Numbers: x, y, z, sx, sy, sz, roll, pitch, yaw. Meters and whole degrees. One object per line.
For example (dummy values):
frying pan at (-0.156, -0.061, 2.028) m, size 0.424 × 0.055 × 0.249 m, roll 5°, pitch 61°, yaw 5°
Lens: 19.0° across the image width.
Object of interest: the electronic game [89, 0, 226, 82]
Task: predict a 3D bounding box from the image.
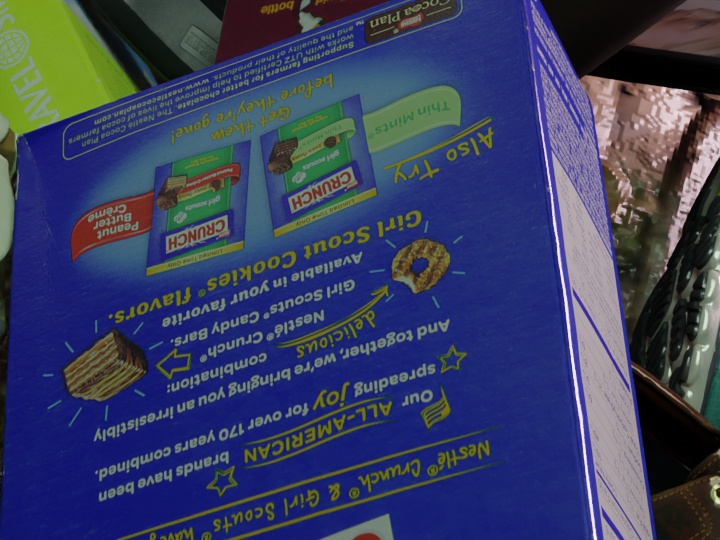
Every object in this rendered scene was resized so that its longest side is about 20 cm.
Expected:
electronic game at (-0.061, -0.122, 0.863) m, size 0.200 × 0.042 × 0.201 m, roll 40°, pitch 24°, yaw -22°

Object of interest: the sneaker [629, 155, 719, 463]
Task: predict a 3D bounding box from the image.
sneaker at (0.162, 0.006, 0.843) m, size 0.079 × 0.078 × 0.200 m, roll 31°, pitch 48°, yaw 3°

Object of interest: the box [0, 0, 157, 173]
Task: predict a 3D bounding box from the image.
box at (-0.102, -0.061, 0.801) m, size 0.047 × 0.122 × 0.201 m, roll -31°, pitch 55°, yaw 4°

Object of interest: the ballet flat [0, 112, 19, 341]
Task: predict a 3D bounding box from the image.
ballet flat at (-0.132, -0.022, 0.683) m, size 0.067 × 0.064 × 0.200 m, roll 35°, pitch 19°, yaw -24°

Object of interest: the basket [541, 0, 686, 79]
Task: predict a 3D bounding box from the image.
basket at (0.084, -0.157, 0.862) m, size 0.136 × 0.200 × 0.181 m, roll 29°, pitch 32°, yaw -34°

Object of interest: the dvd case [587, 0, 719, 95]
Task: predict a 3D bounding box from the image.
dvd case at (0.186, -0.109, 0.917) m, size 0.142 × 0.018 × 0.199 m, roll -30°, pitch 29°, yaw -34°

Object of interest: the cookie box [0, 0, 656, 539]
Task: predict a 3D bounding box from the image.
cookie box at (-0.012, 0.034, 0.594) m, size 0.170 × 0.075 × 0.201 m, roll -18°, pitch 51°, yaw 19°

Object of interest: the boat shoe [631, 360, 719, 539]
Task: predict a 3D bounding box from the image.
boat shoe at (0.113, 0.086, 0.734) m, size 0.199 × 0.071 × 0.070 m, roll 34°, pitch 36°, yaw 29°

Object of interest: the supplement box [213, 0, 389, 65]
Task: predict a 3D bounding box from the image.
supplement box at (0.000, 0.000, 0.733) m, size 0.085 × 0.110 × 0.201 m, roll -7°, pitch 58°, yaw 27°
